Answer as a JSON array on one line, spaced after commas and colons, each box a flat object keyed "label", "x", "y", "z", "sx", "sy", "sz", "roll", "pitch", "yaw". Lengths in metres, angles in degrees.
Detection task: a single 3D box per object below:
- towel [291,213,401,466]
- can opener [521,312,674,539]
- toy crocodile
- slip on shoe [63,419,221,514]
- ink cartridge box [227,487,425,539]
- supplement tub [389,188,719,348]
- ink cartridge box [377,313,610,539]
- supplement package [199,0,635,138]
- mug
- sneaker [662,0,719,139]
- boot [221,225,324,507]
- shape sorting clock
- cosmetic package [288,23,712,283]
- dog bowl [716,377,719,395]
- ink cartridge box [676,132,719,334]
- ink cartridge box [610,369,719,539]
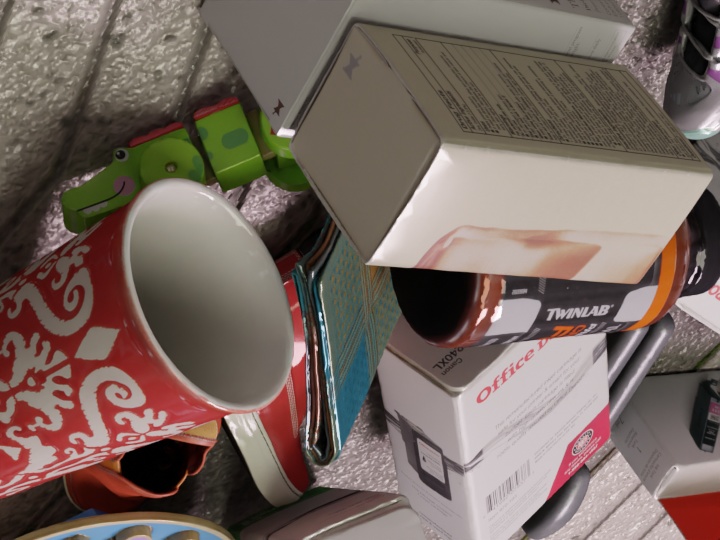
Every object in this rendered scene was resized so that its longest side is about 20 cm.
[{"label": "towel", "x": 0.000, "y": 0.000, "z": 1.346, "sx": 0.022, "sy": 0.201, "sz": 0.148, "roll": 7, "pitch": 128, "yaw": 14}, {"label": "can opener", "x": 0.174, "y": 0.111, "z": 1.693, "sx": 0.052, "sy": 0.067, "sz": 0.201, "roll": 4, "pitch": 123, "yaw": -38}, {"label": "toy crocodile", "x": -0.080, "y": -0.069, "z": 1.310, "sx": 0.199, "sy": 0.062, "sz": 0.068, "roll": -22, "pitch": 162, "yaw": -8}, {"label": "slip on shoe", "x": -0.138, "y": 0.115, "z": 1.423, "sx": 0.074, "sy": 0.062, "sz": 0.200, "roll": 13, "pitch": 149, "yaw": -23}, {"label": "ink cartridge box", "x": -0.010, "y": 0.228, "z": 1.525, "sx": 0.083, "sy": 0.147, "sz": 0.200, "roll": -20, "pitch": -179, "yaw": -17}, {"label": "supplement tub", "x": 0.124, "y": -0.013, "z": 1.367, "sx": 0.199, "sy": 0.107, "sz": 0.107, "roll": -5, "pitch": 134, "yaw": -30}, {"label": "ink cartridge box", "x": 0.093, "y": 0.080, "z": 1.550, "sx": 0.145, "sy": 0.083, "sz": 0.201, "roll": -40, "pitch": 146, "yaw": -23}, {"label": "supplement package", "x": 0.032, "y": -0.140, "z": 1.270, "sx": 0.199, "sy": 0.114, "sz": 0.110, "roll": 4, "pitch": 130, "yaw": -40}, {"label": "mug", "x": -0.141, "y": 0.052, "z": 1.292, "sx": 0.199, "sy": 0.135, "sz": 0.177, "roll": -25, "pitch": 157, "yaw": 32}, {"label": "sneaker", "x": 0.213, "y": -0.180, "z": 1.403, "sx": 0.139, "sy": 0.078, "sz": 0.201, "roll": 11, "pitch": 114, "yaw": -41}, {"label": "boot", "x": -0.030, "y": 0.062, "z": 1.480, "sx": 0.144, "sy": 0.073, "sz": 0.201, "roll": -29, "pitch": 139, "yaw": -9}, {"label": "shape sorting clock", "x": -0.177, "y": 0.213, "z": 1.520, "sx": 0.198, "sy": 0.040, "sz": 0.200, "roll": -9, "pitch": 153, "yaw": -5}, {"label": "cosmetic package", "x": 0.076, "y": -0.059, "z": 1.214, "sx": 0.199, "sy": 0.104, "sz": 0.088, "roll": 6, "pitch": 129, "yaw": -38}, {"label": "dog bowl", "x": 0.354, "y": 0.044, "z": 1.654, "sx": 0.200, "sy": 0.074, "sz": 0.200, "roll": -46, "pitch": -179, "yaw": 1}, {"label": "ink cartridge box", "x": 0.296, "y": -0.053, "z": 1.585, "sx": 0.200, "sy": 0.084, "sz": 0.146, "roll": -45, "pitch": 142, "yaw": 13}, {"label": "ink cartridge box", "x": 0.302, "y": 0.151, "z": 1.735, "sx": 0.199, "sy": 0.174, "sz": 0.044, "roll": -3, "pitch": 133, "yaw": -35}]
